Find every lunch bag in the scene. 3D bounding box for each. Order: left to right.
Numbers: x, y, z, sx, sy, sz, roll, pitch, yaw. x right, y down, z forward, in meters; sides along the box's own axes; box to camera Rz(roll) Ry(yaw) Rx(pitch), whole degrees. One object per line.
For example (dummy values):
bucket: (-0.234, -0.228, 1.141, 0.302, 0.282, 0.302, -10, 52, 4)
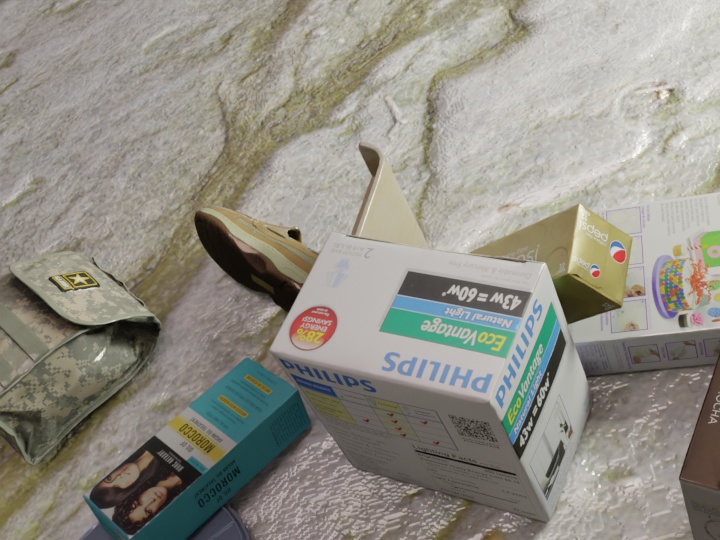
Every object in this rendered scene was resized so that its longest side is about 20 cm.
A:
lunch bag: (-0.325, 0.071, 1.145, 0.200, 0.118, 0.163, -42, 48, -19)

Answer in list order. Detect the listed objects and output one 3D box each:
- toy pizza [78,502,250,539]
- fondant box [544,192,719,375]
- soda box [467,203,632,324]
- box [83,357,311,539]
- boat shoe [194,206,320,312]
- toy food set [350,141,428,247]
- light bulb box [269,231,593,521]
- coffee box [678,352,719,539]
toy pizza: (-0.183, 0.284, 0.962, 0.198, 0.032, 0.202, -12, 45, 12)
fondant box: (0.262, 0.011, 0.959, 0.198, 0.058, 0.146, -8, 51, 20)
soda box: (0.136, 0.014, 0.941, 0.199, 0.064, 0.068, -26, 42, 53)
box: (-0.146, 0.171, 0.998, 0.200, 0.049, 0.082, -41, 43, -25)
boat shoe: (-0.091, -0.019, 1.149, 0.076, 0.072, 0.199, -37, 53, -27)
toy food set: (0.000, 0.000, 1.030, 0.060, 0.144, 0.202, 2, 55, 25)
light bulb box: (0.064, 0.086, 0.894, 0.196, 0.201, 0.126, 10, 58, 30)
coffee box: (0.279, 0.149, 0.744, 0.079, 0.201, 0.114, 11, 59, 31)
